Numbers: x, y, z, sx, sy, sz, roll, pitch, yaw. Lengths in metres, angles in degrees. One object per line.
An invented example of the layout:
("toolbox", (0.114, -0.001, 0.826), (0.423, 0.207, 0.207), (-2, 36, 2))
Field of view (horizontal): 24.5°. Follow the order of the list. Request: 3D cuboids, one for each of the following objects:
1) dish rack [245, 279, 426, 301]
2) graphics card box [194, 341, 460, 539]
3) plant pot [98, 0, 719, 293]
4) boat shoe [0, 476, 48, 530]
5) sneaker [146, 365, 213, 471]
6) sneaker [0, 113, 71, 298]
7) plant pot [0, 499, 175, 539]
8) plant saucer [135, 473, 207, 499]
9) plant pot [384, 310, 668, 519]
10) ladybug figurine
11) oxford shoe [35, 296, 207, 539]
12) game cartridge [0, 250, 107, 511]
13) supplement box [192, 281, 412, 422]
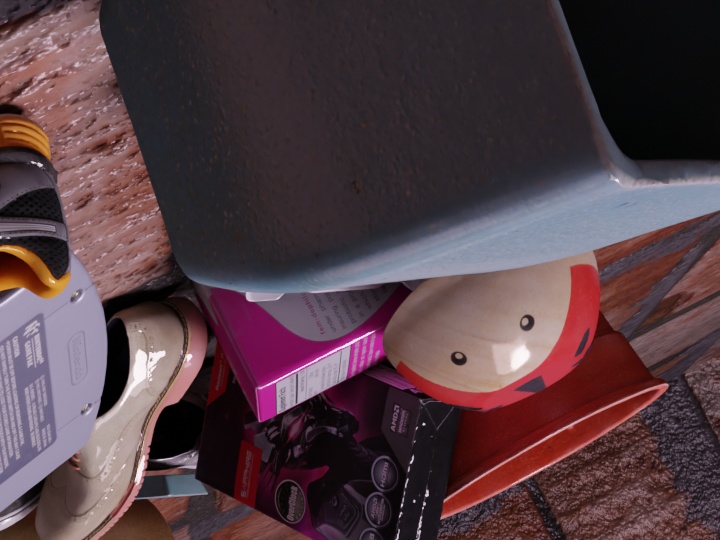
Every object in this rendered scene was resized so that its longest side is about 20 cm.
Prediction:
("dish rack", (-0.007, -0.031, 0.902), (0.170, 0.044, 0.200), (-4, 159, -4))
("graphics card box", (-0.026, 0.115, 1.137), (0.051, 0.199, 0.127), (-1, 106, -49))
("plant pot", (0.017, -0.087, 0.626), (0.199, 0.198, 0.196), (-24, 170, 31))
("boat shoe", (-0.269, 0.135, 1.070), (0.199, 0.071, 0.064), (-10, 158, -48))
("sneaker", (-0.120, 0.118, 1.242), (0.199, 0.076, 0.082), (-16, -175, -41))
("sneaker", (-0.212, 0.001, 0.692), (0.198, 0.078, 0.078), (-23, 167, -18))
("plant pot", (-0.276, 0.265, 1.339), (0.186, 0.188, 0.199), (-36, 151, 28))
("plant saucer", (-0.217, 0.165, 1.229), (0.198, 0.019, 0.070), (-5, 173, 18))
("plant pot", (0.084, 0.046, 1.183), (0.199, 0.196, 0.201), (-27, 166, -7))
("ladybug figurine", (0.085, 0.035, 0.971), (0.135, 0.072, 0.200), (-30, 168, 12))
("oxford shoe", (-0.175, 0.101, 1.078), (0.073, 0.071, 0.201), (2, 120, -52))
("game cartridge", (-0.197, 0.063, 0.896), (0.133, 0.041, 0.201), (-43, 159, -30))
("supplement box", (0.000, 0.000, 1.051), (0.199, 0.102, 0.103), (-25, 165, -11))
